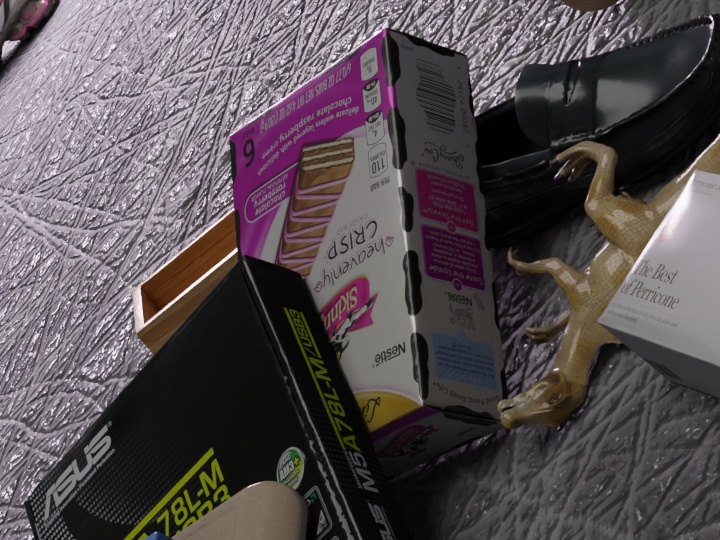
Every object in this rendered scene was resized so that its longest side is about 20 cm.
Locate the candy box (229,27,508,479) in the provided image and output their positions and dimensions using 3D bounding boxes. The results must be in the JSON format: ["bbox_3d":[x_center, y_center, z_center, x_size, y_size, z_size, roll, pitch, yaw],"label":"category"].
[{"bbox_3d":[0.000,0.000,1.090,0.136,0.061,0.201,-30,57,43],"label":"candy box"}]

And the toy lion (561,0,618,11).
[{"bbox_3d":[0.123,-0.269,1.168,0.200,0.191,0.069,-45,24,18],"label":"toy lion"}]

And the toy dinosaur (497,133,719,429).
[{"bbox_3d":[0.127,-0.014,0.996,0.201,0.058,0.101,-56,37,13],"label":"toy dinosaur"}]

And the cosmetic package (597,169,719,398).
[{"bbox_3d":[0.175,0.015,0.847,0.083,0.051,0.200,-55,23,-7],"label":"cosmetic package"}]

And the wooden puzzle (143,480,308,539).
[{"bbox_3d":[-0.113,0.198,0.963,0.199,0.046,0.186,-31,37,35],"label":"wooden puzzle"}]

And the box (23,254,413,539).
[{"bbox_3d":[-0.071,0.129,1.048,0.200,0.047,0.194,-46,50,27],"label":"box"}]

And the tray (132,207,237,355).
[{"bbox_3d":[-0.046,-0.026,1.279,0.200,0.037,0.099,-40,16,3],"label":"tray"}]

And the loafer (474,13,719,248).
[{"bbox_3d":[0.106,-0.074,1.077,0.200,0.070,0.068,-30,32,42],"label":"loafer"}]

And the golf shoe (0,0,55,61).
[{"bbox_3d":[-0.408,-0.246,2.271,0.200,0.092,0.073,-49,25,13],"label":"golf shoe"}]
